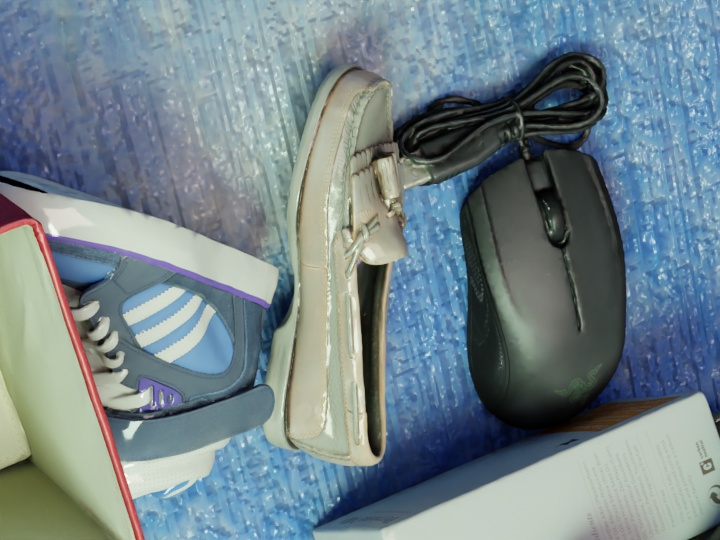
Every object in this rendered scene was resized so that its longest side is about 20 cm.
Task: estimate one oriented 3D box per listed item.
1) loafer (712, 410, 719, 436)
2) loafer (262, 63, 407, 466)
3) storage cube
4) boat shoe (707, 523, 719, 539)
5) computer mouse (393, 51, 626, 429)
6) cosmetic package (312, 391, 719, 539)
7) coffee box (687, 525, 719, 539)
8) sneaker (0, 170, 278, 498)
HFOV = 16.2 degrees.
[{"bbox_3d":[0.190,0.177,1.432,0.075,0.070,0.201,18,97,-33],"label":"loafer"},{"bbox_3d":[0.000,0.000,1.260,0.072,0.063,0.201,-19,123,-58],"label":"loafer"},{"bbox_3d":[-0.220,0.063,1.095,0.170,0.180,0.201,-25,118,-21],"label":"storage cube"},{"bbox_3d":[0.194,0.164,1.278,0.067,0.057,0.201,32,95,0],"label":"boat shoe"},{"bbox_3d":[0.093,-0.001,1.330,0.138,0.053,0.201,-23,116,-23],"label":"computer mouse"},{"bbox_3d":[0.088,0.131,1.332,0.199,0.101,0.072,-21,93,-23],"label":"cosmetic package"},{"bbox_3d":[0.155,0.209,1.353,0.199,0.080,0.115,-23,96,4],"label":"coffee box"},{"bbox_3d":[-0.121,0.045,1.181,0.200,0.080,0.147,22,88,-56],"label":"sneaker"}]
